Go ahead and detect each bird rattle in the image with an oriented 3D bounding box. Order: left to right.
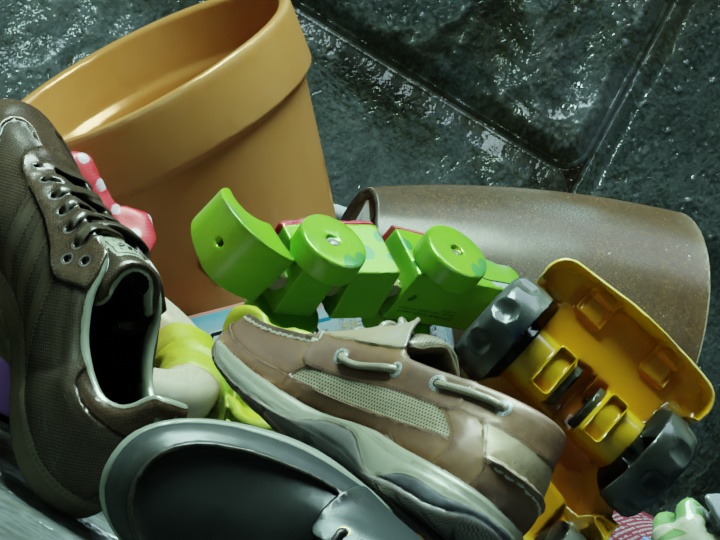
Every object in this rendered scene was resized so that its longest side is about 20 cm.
[{"bbox_3d":[-0.117,0.020,1.040,0.200,0.113,0.163,48,17,16],"label":"bird rattle"}]

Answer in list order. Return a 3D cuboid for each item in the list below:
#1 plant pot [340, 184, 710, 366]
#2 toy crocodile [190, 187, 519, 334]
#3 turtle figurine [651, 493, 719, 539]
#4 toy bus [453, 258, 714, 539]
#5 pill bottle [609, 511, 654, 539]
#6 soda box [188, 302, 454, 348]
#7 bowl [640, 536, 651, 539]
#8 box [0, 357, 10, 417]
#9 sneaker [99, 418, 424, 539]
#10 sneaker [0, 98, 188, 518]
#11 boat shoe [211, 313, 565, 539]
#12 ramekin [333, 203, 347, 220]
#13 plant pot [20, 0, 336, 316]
[{"bbox_3d":[0.081,0.022,1.363,0.199,0.188,0.187,19,1,-17],"label":"plant pot"},{"bbox_3d":[0.000,0.000,1.158,0.199,0.068,0.062,6,44,-37],"label":"toy crocodile"},{"bbox_3d":[0.137,0.139,0.917,0.193,0.201,0.144,8,1,23],"label":"turtle figurine"},{"bbox_3d":[0.080,0.107,1.217,0.136,0.200,0.192,42,-7,4],"label":"toy bus"},{"bbox_3d":[0.147,0.195,1.299,0.113,0.113,0.200,30,-2,-34],"label":"pill bottle"},{"bbox_3d":[-0.047,0.053,1.270,0.199,0.064,0.068,-14,-18,18],"label":"soda box"},{"bbox_3d":[0.219,0.196,1.097,0.200,0.040,0.201,29,-1,1],"label":"bowl"},{"bbox_3d":[-0.189,0.046,1.161,0.199,0.039,0.137,29,-2,-20],"label":"box"},{"bbox_3d":[0.000,0.117,0.805,0.199,0.075,0.106,30,-5,-10],"label":"sneaker"},{"bbox_3d":[-0.113,0.002,0.929,0.070,0.075,0.201,18,46,-48],"label":"sneaker"},{"bbox_3d":[0.013,0.058,0.925,0.200,0.072,0.076,29,-14,46],"label":"boat shoe"},{"bbox_3d":[-0.022,0.066,1.434,0.200,0.098,0.201,37,36,-33],"label":"ramekin"},{"bbox_3d":[-0.105,-0.060,1.321,0.141,0.200,0.200,64,-15,-20],"label":"plant pot"}]
